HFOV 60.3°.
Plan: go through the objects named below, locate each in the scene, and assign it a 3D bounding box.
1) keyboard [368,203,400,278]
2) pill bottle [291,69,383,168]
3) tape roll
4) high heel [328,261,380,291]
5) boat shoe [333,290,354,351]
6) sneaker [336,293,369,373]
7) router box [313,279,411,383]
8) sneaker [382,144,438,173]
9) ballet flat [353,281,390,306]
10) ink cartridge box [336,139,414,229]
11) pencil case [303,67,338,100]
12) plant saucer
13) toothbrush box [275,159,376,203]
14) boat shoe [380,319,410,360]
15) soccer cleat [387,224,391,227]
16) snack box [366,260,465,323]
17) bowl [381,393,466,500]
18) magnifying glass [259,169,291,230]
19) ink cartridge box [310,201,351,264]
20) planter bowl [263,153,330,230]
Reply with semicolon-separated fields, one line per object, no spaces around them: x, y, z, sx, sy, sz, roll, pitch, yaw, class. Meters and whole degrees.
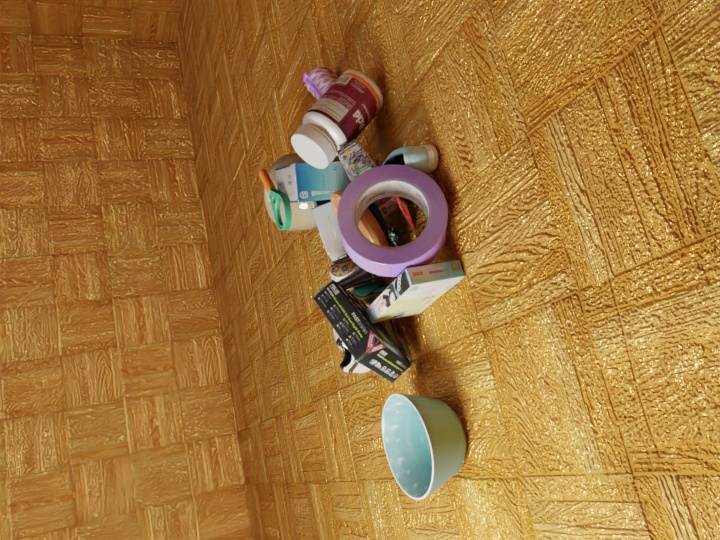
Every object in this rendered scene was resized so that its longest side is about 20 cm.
0.065;-0.048;1.261;0.200;0.021;0.127;63;169;-27;keyboard
-0.050;-0.319;1.316;0.114;0.200;0.114;32;160;14;pill bottle
0.059;-0.092;1.138;0.066;0.200;0.200;78;177;-70;tape roll
0.000;0.000;1.456;0.200;0.142;0.071;-114;-2;-79;high heel
-0.044;0.112;1.578;0.065;0.074;0.202;15;116;60;boat shoe
-0.016;0.153;1.507;0.076;0.088;0.200;180;86;-67;sneaker
0.004;0.126;1.290;0.062;0.150;0.200;-43;51;5;router box
0.072;-0.210;1.235;0.200;0.082;0.074;162;102;-66;sneaker
0.043;0.063;1.388;0.063;0.069;0.200;65;160;-10;ballet flat
0.031;-0.164;1.272;0.200;0.050;0.109;56;179;26;ink cartridge box
-0.070;-0.417;1.498;0.200;0.085;0.084;-120;32;-44;pencil case
0.005;-0.081;1.288;0.200;0.037;0.200;56;169;16;plant saucer
-0.078;-0.204;1.424;0.146;0.200;0.085;-171;76;-66;toothbrush box
0.042;0.145;1.397;0.200;0.068;0.075;-122;36;-45;boat shoe
0.009;-0.100;1.421;0.200;0.069;0.078;48;140;49;soccer cleat
0.101;0.043;1.186;0.200;0.116;0.037;-50;54;58;snack box
0.131;0.329;1.199;0.201;0.105;0.201;174;90;-66;bowl
-0.198;-0.169;1.433;0.200;0.022;0.080;-118;32;-41;magnifying glass
-0.057;-0.083;1.493;0.200;0.067;0.116;65;-176;-80;ink cartridge box
-0.125;-0.196;1.574;0.135;0.200;0.201;9;105;40;planter bowl
